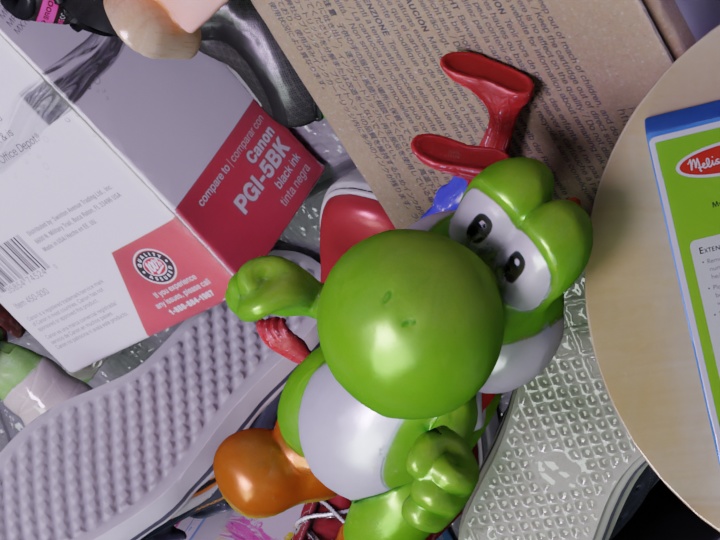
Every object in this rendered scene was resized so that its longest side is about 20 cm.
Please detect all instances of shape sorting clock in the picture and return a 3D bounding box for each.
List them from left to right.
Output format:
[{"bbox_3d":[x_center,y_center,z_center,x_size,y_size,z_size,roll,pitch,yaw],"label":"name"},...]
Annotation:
[{"bbox_3d":[0.172,0.001,0.786,0.199,0.201,0.039,25,180,12],"label":"shape sorting clock"}]

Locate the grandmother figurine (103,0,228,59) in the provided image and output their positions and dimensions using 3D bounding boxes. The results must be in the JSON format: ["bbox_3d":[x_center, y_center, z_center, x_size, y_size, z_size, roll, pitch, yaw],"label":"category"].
[{"bbox_3d":[-0.016,-0.155,0.838,0.200,0.060,0.122,-42,68,29],"label":"grandmother figurine"}]

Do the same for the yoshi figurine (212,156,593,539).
[{"bbox_3d":[0.004,0.041,0.826,0.112,0.112,0.200,22,134,-10],"label":"yoshi figurine"}]

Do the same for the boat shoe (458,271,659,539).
[{"bbox_3d":[0.095,0.041,0.894,0.074,0.062,0.201,32,128,8],"label":"boat shoe"}]

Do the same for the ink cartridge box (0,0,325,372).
[{"bbox_3d":[-0.137,-0.067,1.049,0.200,0.083,0.146,47,141,-17],"label":"ink cartridge box"}]

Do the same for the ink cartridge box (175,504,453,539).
[{"bbox_3d":[-0.060,0.173,1.157,0.125,0.200,0.129,0,132,36],"label":"ink cartridge box"}]

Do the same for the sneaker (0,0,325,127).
[{"bbox_3d":[-0.094,-0.116,0.951,0.200,0.084,0.077,38,165,2],"label":"sneaker"}]

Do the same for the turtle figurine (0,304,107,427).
[{"bbox_3d":[-0.225,0.023,1.170,0.193,0.201,0.144,35,178,-8],"label":"turtle figurine"}]

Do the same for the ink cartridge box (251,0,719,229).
[{"bbox_3d":[0.077,-0.062,0.901,0.164,0.075,0.201,-7,127,40],"label":"ink cartridge box"}]

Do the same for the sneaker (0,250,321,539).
[{"bbox_3d":[-0.083,0.081,1.081,0.078,0.200,0.080,39,157,32],"label":"sneaker"}]

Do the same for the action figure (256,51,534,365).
[{"bbox_3d":[0.000,0.000,0.912,0.098,0.065,0.201,17,140,7],"label":"action figure"}]

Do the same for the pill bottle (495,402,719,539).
[{"bbox_3d":[0.099,0.136,1.072,0.111,0.112,0.201,25,142,12],"label":"pill bottle"}]

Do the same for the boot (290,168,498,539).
[{"bbox_3d":[0.000,0.067,1.045,0.072,0.145,0.201,14,137,27],"label":"boot"}]
